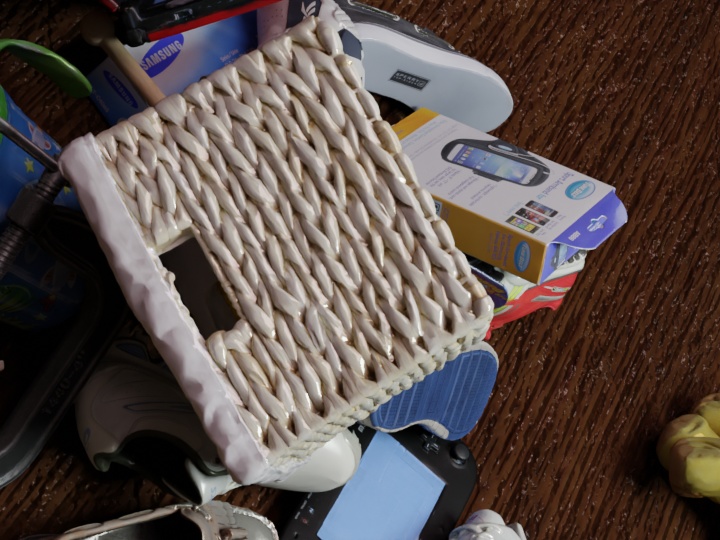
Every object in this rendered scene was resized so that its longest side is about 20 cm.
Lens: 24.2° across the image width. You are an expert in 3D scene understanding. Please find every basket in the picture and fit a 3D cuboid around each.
[{"bbox_3d":[-0.037,-0.006,0.926,0.199,0.160,0.200,60,0,7],"label":"basket"}]

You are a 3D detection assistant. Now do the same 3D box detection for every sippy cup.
[{"bbox_3d":[-0.215,-0.033,0.974,0.130,0.178,0.140,36,15,-38],"label":"sippy cup"}]

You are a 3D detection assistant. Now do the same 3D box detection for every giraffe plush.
[{"bbox_3d":[0.347,0.202,1.372,0.172,0.199,0.164,-28,116,-52],"label":"giraffe plush"}]

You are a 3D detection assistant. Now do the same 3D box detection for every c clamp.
[{"bbox_3d":[-0.200,0.027,0.921,0.171,0.027,0.201,31,88,-54],"label":"c clamp"}]

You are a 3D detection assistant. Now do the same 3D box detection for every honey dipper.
[{"bbox_3d":[-0.113,-0.086,1.057,0.200,0.038,0.038,50,41,8],"label":"honey dipper"}]

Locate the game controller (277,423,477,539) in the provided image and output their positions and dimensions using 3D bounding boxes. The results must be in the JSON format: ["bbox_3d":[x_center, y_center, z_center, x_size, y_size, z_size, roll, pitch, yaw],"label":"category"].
[{"bbox_3d":[0.011,0.164,1.134,0.104,0.042,0.200,47,42,-12],"label":"game controller"}]

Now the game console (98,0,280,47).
[{"bbox_3d":[-0.133,-0.224,1.109,0.200,0.171,0.120,-99,171,-73],"label":"game console"}]

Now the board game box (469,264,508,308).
[{"bbox_3d":[0.000,0.000,1.109,0.199,0.158,0.039,29,76,-29],"label":"board game box"}]

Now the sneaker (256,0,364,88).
[{"bbox_3d":[-0.065,-0.131,1.131,0.129,0.079,0.201,17,52,-42],"label":"sneaker"}]

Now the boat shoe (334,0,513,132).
[{"bbox_3d":[0.042,-0.167,1.350,0.199,0.070,0.067,14,45,-38],"label":"boat shoe"}]

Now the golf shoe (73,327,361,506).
[{"bbox_3d":[-0.087,0.115,1.030,0.199,0.078,0.098,20,37,-24],"label":"golf shoe"}]

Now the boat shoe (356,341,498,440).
[{"bbox_3d":[0.031,0.067,1.139,0.200,0.072,0.073,16,95,-63],"label":"boat shoe"}]

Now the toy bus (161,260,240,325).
[{"bbox_3d":[-0.099,0.009,1.088,0.200,0.078,0.065,44,43,-11],"label":"toy bus"}]

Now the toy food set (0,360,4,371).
[{"bbox_3d":[-0.229,0.156,0.850,0.143,0.060,0.202,-13,99,-47],"label":"toy food set"}]

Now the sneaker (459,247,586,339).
[{"bbox_3d":[0.084,0.019,1.269,0.199,0.085,0.077,-9,44,-27],"label":"sneaker"}]

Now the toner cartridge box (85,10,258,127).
[{"bbox_3d":[-0.102,-0.142,1.205,0.095,0.043,0.200,53,41,-5],"label":"toner cartridge box"}]

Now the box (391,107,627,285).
[{"bbox_3d":[0.098,-0.055,1.266,0.199,0.042,0.119,27,36,22],"label":"box"}]

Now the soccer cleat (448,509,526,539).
[{"bbox_3d":[0.071,0.202,1.110,0.200,0.069,0.087,25,60,-70],"label":"soccer cleat"}]

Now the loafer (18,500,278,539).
[{"bbox_3d":[-0.117,0.171,0.987,0.199,0.063,0.072,-1,67,-44],"label":"loafer"}]
